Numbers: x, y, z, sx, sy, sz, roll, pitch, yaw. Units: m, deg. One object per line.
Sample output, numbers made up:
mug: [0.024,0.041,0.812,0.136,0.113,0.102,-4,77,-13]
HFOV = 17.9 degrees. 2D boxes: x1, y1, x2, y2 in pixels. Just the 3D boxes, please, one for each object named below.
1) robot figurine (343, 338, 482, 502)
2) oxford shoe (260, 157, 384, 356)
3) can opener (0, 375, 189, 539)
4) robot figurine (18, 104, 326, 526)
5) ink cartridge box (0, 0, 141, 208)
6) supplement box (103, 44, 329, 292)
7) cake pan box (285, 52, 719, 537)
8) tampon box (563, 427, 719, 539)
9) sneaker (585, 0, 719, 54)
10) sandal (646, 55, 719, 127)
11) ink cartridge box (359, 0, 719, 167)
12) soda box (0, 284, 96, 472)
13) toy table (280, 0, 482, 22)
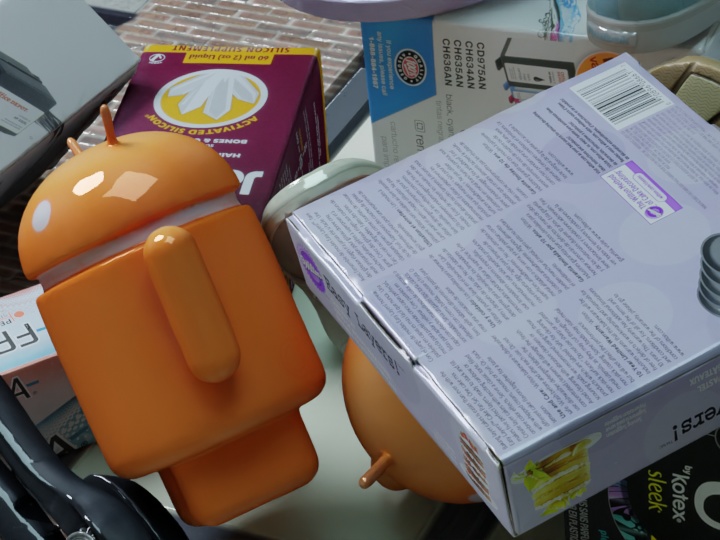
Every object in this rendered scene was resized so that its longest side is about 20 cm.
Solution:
robot figurine: [0.066,0.042,1.108,0.143,0.117,0.200,-5,16,32]
oxford shoe: [0.000,0.000,1.158,0.075,0.200,0.058,-26,66,-1]
can opener: [-0.163,0.100,1.093,0.200,0.063,0.079,42,9,17]
robot figurine: [-0.091,0.021,1.088,0.116,0.200,0.144,-24,0,23]
ink cartridge box: [-0.238,-0.067,1.297,0.084,0.145,0.200,47,47,-3]
supplement box: [-0.088,-0.044,1.306,0.110,0.086,0.200,2,36,9]
cake pan box: [0.089,0.000,0.983,0.184,0.052,0.200,-26,44,-16]
tampon box: [0.204,0.086,1.023,0.199,0.150,0.126,11,38,24]
sneaker: [0.191,-0.189,1.221,0.074,0.082,0.200,20,41,30]
sandal: [0.165,-0.038,1.163,0.080,0.200,0.054,31,55,23]
ink cartridge box: [0.122,-0.110,1.319,0.199,0.148,0.145,8,37,20]
soda box: [-0.202,0.067,1.177,0.200,0.069,0.064,-20,40,-20]
toy table: [0.031,-0.221,1.229,0.200,0.117,0.184,-24,59,-4]
